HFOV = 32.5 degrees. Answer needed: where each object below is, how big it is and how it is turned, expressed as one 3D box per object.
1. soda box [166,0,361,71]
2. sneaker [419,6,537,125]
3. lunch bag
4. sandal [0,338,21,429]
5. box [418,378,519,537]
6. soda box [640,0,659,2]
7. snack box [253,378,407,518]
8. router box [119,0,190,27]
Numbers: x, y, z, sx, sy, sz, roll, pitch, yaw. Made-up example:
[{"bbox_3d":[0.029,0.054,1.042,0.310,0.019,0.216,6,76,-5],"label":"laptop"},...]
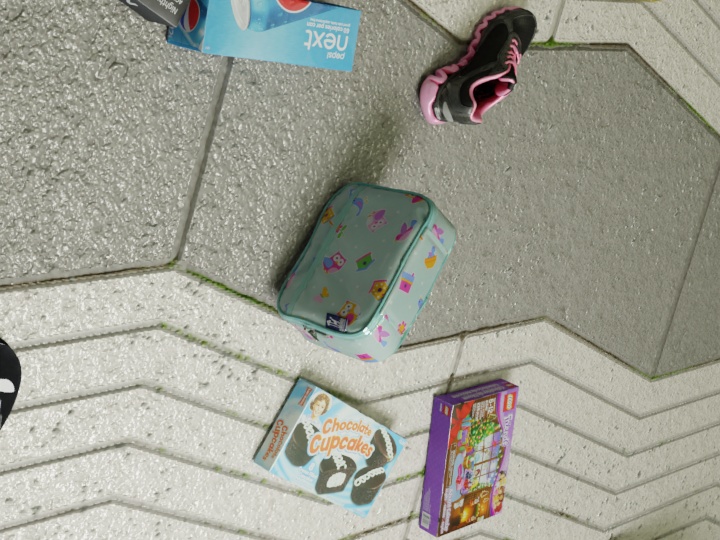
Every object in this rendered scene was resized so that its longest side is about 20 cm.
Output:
[{"bbox_3d":[-0.096,-0.251,1.268,0.200,0.064,0.068,-2,107,-44],"label":"soda box"},{"bbox_3d":[0.164,-0.243,1.498,0.200,0.095,0.079,-49,131,-20],"label":"sneaker"},{"bbox_3d":[0.000,0.000,1.395,0.200,0.160,0.077,-60,141,-16],"label":"lunch bag"},{"bbox_3d":[-0.374,0.159,1.179,0.076,0.043,0.200,21,91,-46],"label":"sandal"},{"bbox_3d":[0.152,0.259,1.722,0.137,0.039,0.200,-10,113,-42],"label":"box"},{"bbox_3d":[0.438,-0.418,1.711,0.200,0.064,0.068,-19,118,-37],"label":"soda box"},{"bbox_3d":[-0.034,0.223,1.532,0.200,0.037,0.116,36,80,-45],"label":"snack box"},{"bbox_3d":[-0.215,-0.342,1.127,0.200,0.052,0.157,31,84,-45],"label":"router box"}]
